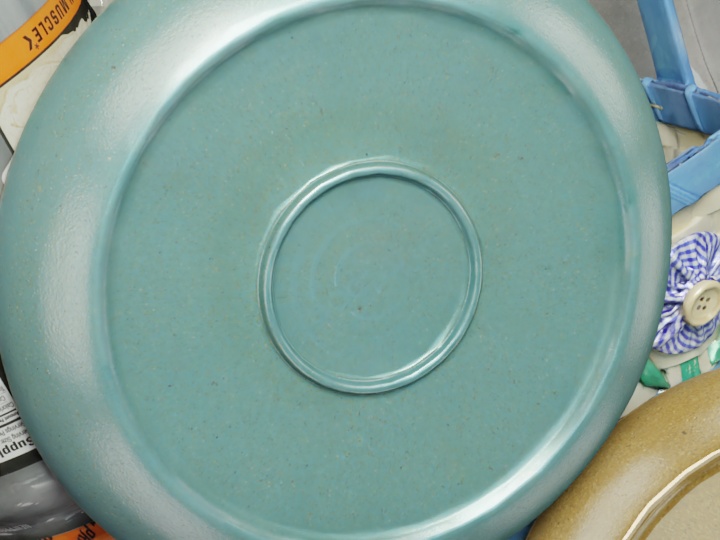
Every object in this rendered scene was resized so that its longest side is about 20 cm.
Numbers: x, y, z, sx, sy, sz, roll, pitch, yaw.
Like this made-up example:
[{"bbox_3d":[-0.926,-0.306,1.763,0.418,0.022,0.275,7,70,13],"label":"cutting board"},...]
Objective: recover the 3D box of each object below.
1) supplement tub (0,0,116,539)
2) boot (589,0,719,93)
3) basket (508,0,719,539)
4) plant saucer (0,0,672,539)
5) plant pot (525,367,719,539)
[{"bbox_3d":[-0.112,-0.014,0.788,0.122,0.122,0.200,-37,114,-21],"label":"supplement tub"},{"bbox_3d":[0.096,-0.138,0.888,0.070,0.132,0.200,-29,97,-23],"label":"boot"},{"bbox_3d":[0.039,-0.029,0.853,0.176,0.139,0.200,-31,107,-21],"label":"basket"},{"bbox_3d":[0.000,0.000,0.752,0.200,0.027,0.201,-5,105,-20],"label":"plant saucer"},{"bbox_3d":[0.139,0.123,0.806,0.199,0.027,0.201,1,83,-6],"label":"plant pot"}]
